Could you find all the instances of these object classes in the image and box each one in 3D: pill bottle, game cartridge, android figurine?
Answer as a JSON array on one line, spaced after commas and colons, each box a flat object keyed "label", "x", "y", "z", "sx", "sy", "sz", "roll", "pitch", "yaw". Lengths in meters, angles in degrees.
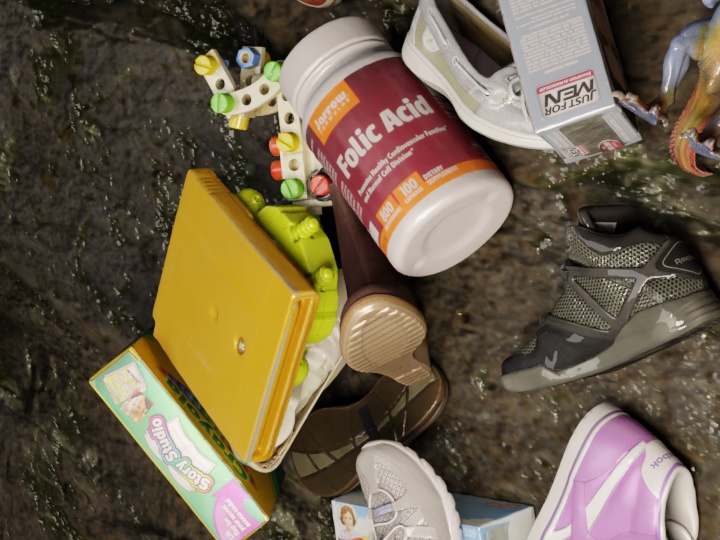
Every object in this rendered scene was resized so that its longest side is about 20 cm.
[{"label": "pill bottle", "x": 0.024, "y": -0.104, "z": 1.346, "sx": 0.200, "sy": 0.114, "sz": 0.114, "roll": 55, "pitch": 137, "yaw": 25}, {"label": "game cartridge", "x": -0.113, "y": 0.036, "z": 1.434, "sx": 0.200, "sy": 0.032, "sz": 0.176, "roll": 49, "pitch": 132, "yaw": 43}, {"label": "android figurine", "x": -0.083, "y": 0.019, "z": 1.449, "sx": 0.200, "sy": 0.041, "sz": 0.182, "roll": -33, "pitch": 66, "yaw": 49}]

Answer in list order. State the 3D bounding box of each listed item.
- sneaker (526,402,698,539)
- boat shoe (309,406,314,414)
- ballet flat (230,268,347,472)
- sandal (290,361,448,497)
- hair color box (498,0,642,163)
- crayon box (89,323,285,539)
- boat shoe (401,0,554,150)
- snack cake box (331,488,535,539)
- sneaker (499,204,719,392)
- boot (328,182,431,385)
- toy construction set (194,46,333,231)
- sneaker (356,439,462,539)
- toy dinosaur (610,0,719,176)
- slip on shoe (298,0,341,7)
[{"label": "sneaker", "x": 0.191, "y": 0.213, "z": 1.267, "sx": 0.114, "sy": 0.073, "sz": 0.201, "roll": 37, "pitch": 128, "yaw": 36}, {"label": "boat shoe", "x": -0.100, "y": 0.085, "z": 1.611, "sx": 0.201, "sy": 0.070, "sz": 0.072, "roll": 39, "pitch": 104, "yaw": 46}, {"label": "ballet flat", "x": -0.053, "y": 0.093, "z": 1.492, "sx": 0.069, "sy": 0.069, "sz": 0.200, "roll": 36, "pitch": 102, "yaw": 40}, {"label": "sandal", "x": 0.013, "y": 0.141, "z": 1.490, "sx": 0.200, "sy": 0.055, "sz": 0.082, "roll": -40, "pitch": 59, "yaw": 33}, {"label": "hair color box", "x": 0.135, "y": -0.185, "z": 1.163, "sx": 0.061, "sy": 0.099, "sz": 0.200, "roll": -17, "pitch": 76, "yaw": 17}, {"label": "crayon box", "x": -0.157, "y": 0.150, "z": 1.569, "sx": 0.200, "sy": 0.058, "sz": 0.173, "roll": 51, "pitch": -175, "yaw": -4}, {"label": "boat shoe", "x": 0.103, "y": -0.153, "z": 1.268, "sx": 0.202, "sy": 0.074, "sz": 0.065, "roll": 46, "pitch": 138, "yaw": 43}, {"label": "snack cake box", "x": 0.066, "y": 0.254, "z": 1.440, "sx": 0.200, "sy": 0.067, "sz": 0.115, "roll": 0, "pitch": 101, "yaw": 52}, {"label": "sneaker", "x": 0.170, "y": 0.021, "z": 1.234, "sx": 0.199, "sy": 0.076, "sz": 0.114, "roll": -34, "pitch": 72, "yaw": 48}, {"label": "boot", "x": 0.000, "y": 0.000, "z": 1.369, "sx": 0.200, "sy": 0.072, "sz": 0.166, "roll": 55, "pitch": -167, "yaw": -69}, {"label": "toy construction set", "x": -0.069, "y": -0.106, "z": 1.483, "sx": 0.131, "sy": 0.092, "sz": 0.200, "roll": -6, "pitch": 104, "yaw": 28}, {"label": "sneaker", "x": 0.038, "y": 0.232, "z": 1.346, "sx": 0.075, "sy": 0.082, "sz": 0.200, "roll": -39, "pitch": 68, "yaw": 49}, {"label": "toy dinosaur", "x": 0.238, "y": -0.172, "z": 1.082, "sx": 0.105, "sy": 0.200, "sz": 0.182, "roll": 30, "pitch": 87, "yaw": 5}, {"label": "slip on shoe", "x": -0.081, "y": -0.284, "z": 1.471, "sx": 0.200, "sy": 0.061, "sz": 0.074, "roll": 39, "pitch": 127, "yaw": 37}]
